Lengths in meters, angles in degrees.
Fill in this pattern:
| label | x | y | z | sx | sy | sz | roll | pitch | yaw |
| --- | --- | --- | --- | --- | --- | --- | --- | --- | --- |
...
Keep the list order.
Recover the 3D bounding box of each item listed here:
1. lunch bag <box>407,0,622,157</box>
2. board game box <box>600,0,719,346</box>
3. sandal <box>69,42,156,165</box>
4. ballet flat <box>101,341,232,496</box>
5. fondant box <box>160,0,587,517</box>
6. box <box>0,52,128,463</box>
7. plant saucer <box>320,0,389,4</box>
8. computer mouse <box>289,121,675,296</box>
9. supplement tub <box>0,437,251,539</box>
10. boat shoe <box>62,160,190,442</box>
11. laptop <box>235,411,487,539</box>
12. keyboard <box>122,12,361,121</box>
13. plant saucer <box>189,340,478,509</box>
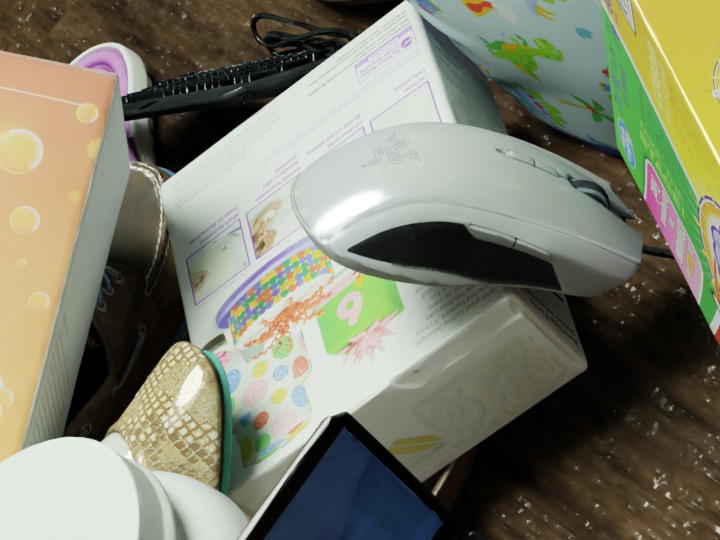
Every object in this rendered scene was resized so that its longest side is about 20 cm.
| label | x | y | z | sx | sy | sz | roll | pitch | yaw |
| --- | --- | --- | --- | --- | --- | --- | --- | --- | --- |
| lunch bag | 0.106 | -0.127 | 1.183 | 0.199 | 0.170 | 0.128 | -15 | 49 | 38 |
| board game box | 0.141 | -0.009 | 1.006 | 0.040 | 0.153 | 0.201 | -22 | 61 | -3 |
| sandal | -0.137 | -0.039 | 1.456 | 0.082 | 0.050 | 0.203 | -36 | 40 | 21 |
| ballet flat | -0.094 | 0.124 | 1.167 | 0.071 | 0.065 | 0.201 | -136 | 48 | -57 |
| fondant box | 0.000 | 0.000 | 1.220 | 0.144 | 0.058 | 0.200 | -36 | 38 | 17 |
| box | -0.177 | 0.017 | 1.191 | 0.124 | 0.098 | 0.201 | 11 | 68 | 2 |
| plant saucer | 0.038 | -0.207 | 1.443 | 0.200 | 0.029 | 0.201 | -28 | 41 | 27 |
| computer mouse | 0.073 | -0.024 | 1.122 | 0.110 | 0.199 | 0.044 | -108 | 30 | -49 |
| supplement tub | -0.063 | 0.162 | 1.075 | 0.144 | 0.200 | 0.145 | -27 | 41 | 27 |
| boat shoe | -0.119 | 0.031 | 1.290 | 0.072 | 0.072 | 0.201 | 0 | 60 | 21 |
| laptop | 0.015 | 0.173 | 0.970 | 0.178 | 0.200 | 0.103 | -54 | 5 | -6 |
| keyboard | -0.058 | -0.097 | 1.378 | 0.104 | 0.040 | 0.200 | -13 | 6 | -26 |
| plant saucer | -0.020 | 0.076 | 1.248 | 0.200 | 0.034 | 0.201 | -27 | 41 | 26 |
